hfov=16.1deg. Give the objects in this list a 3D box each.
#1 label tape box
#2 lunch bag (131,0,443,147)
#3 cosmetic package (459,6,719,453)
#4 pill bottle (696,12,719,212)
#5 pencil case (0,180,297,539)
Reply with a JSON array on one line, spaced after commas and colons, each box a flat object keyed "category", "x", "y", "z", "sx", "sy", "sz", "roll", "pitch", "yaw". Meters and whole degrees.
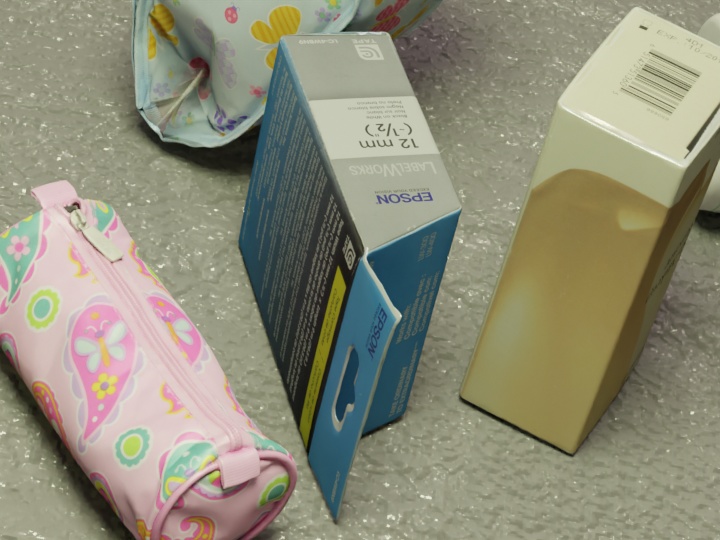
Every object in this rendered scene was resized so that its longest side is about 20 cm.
[{"category": "label tape box", "x": 0.000, "y": 0.000, "z": 1.263, "sx": 0.066, "sy": 0.144, "sz": 0.201, "roll": -4, "pitch": 45, "yaw": -20}, {"category": "lunch bag", "x": -0.031, "y": -0.164, "z": 1.389, "sx": 0.127, "sy": 0.200, "sz": 0.169, "roll": 50, "pitch": 47, "yaw": 6}, {"category": "cosmetic package", "x": 0.122, "y": -0.018, "z": 1.275, "sx": 0.071, "sy": 0.201, "sz": 0.105, "roll": 27, "pitch": 44, "yaw": 12}, {"category": "pill bottle", "x": 0.288, "y": -0.079, "z": 1.453, "sx": 0.198, "sy": 0.114, "sz": 0.114, "roll": 7, "pitch": 42, "yaw": -8}, {"category": "pencil case", "x": -0.112, "y": 0.049, "z": 1.224, "sx": 0.087, "sy": 0.088, "sz": 0.200, "roll": -15, "pitch": 51, "yaw": -29}]
